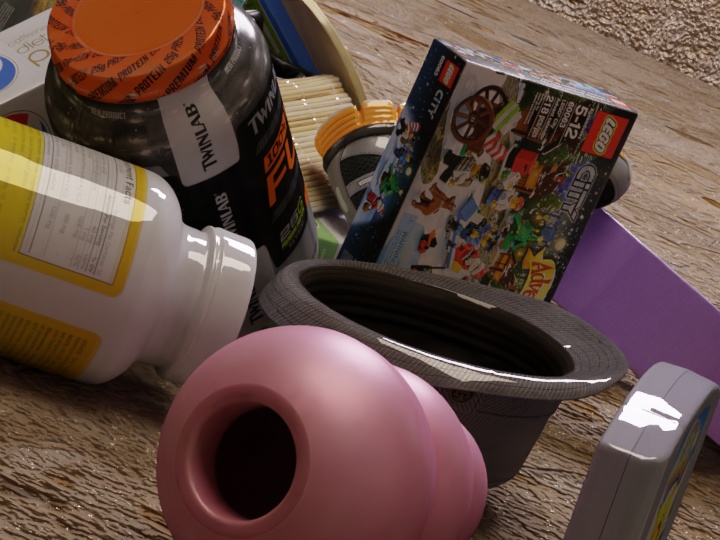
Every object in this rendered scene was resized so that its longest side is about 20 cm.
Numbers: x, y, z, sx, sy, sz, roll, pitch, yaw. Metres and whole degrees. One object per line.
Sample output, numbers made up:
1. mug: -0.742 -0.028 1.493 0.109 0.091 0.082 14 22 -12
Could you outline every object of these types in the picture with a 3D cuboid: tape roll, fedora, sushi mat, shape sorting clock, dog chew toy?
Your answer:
1. tape roll: 0.187 0.031 1.873 0.200 0.066 0.200 40 4 -4
2. fedora: 0.034 0.063 1.551 0.199 0.091 0.177 8 17 -30
3. sushi mat: -0.039 -0.076 1.764 0.096 0.012 0.200 57 25 9
4. shape sorting clock: -0.056 -0.119 1.942 0.200 0.201 0.039 32 47 33
5. dog chew toy: -0.006 0.092 1.318 0.124 0.125 0.200 30 7 27

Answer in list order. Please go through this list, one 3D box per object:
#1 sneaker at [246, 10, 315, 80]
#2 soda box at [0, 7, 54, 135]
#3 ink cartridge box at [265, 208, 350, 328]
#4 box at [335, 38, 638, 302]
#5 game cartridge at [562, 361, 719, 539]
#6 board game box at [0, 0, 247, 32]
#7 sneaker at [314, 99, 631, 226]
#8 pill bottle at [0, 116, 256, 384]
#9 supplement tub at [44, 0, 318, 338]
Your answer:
1. sneaker: -0.046 -0.077 1.865 0.200 0.080 0.074 52 13 -13
2. soda box: -0.182 -0.092 1.626 0.199 0.068 0.064 -29 43 -28
3. ink cartridge box: 0.000 0.000 1.796 0.199 0.068 0.117 14 18 -33
4. box: 0.063 -0.024 1.702 0.136 0.201 0.038 13 18 -37
5. game cartridge: 0.132 0.114 1.427 0.040 0.134 0.200 18 12 12
6. board game box: -0.152 -0.142 1.725 0.135 0.201 0.028 34 -29 -10
7. sneaker: 0.070 -0.049 1.766 0.199 0.078 0.078 1 57 -17
8. pill bottle: -0.158 -0.010 1.460 0.199 0.113 0.112 20 13 -16
9. supplement tub: -0.097 -0.066 1.566 0.122 0.122 0.201 32 -27 33
